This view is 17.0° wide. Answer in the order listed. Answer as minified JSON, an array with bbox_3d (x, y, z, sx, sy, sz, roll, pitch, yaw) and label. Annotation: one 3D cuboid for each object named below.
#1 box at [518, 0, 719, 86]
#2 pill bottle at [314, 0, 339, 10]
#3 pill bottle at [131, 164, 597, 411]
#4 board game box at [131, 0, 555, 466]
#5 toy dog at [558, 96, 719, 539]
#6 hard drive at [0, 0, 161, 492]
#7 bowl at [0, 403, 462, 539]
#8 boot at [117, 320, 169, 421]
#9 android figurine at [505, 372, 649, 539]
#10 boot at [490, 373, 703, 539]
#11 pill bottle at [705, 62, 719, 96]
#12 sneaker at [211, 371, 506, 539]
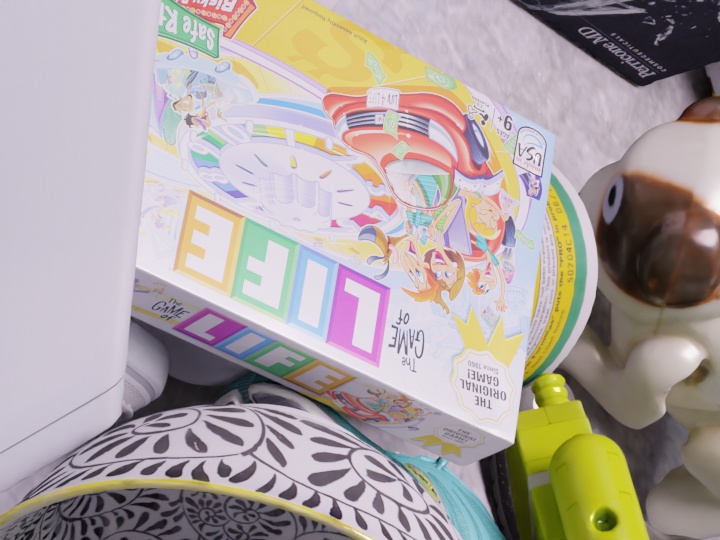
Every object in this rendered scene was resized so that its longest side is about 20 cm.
[{"bbox_3d":[0.167,-0.205,1.193,0.200,0.196,0.125,27,58,-44],"label":"box"},{"bbox_3d":[-0.093,-0.175,0.920,0.200,0.113,0.114,40,48,-36],"label":"pill bottle"},{"bbox_3d":[0.000,0.000,0.977,0.199,0.112,0.114,-2,79,-51],"label":"pill bottle"},{"bbox_3d":[-0.023,-0.029,0.864,0.199,0.034,0.135,26,58,-27],"label":"board game box"},{"bbox_3d":[0.174,0.018,1.136,0.200,0.193,0.140,53,54,-34],"label":"toy dog"},{"bbox_3d":[-0.117,-0.009,0.714,0.132,0.027,0.201,-30,141,-40],"label":"hard drive"},{"bbox_3d":[-0.036,0.109,0.818,0.201,0.200,0.094,50,34,-28],"label":"bowl"},{"bbox_3d":[-0.154,0.044,0.811,0.199,0.073,0.096,22,67,-37],"label":"boot"},{"bbox_3d":[0.095,0.137,0.979,0.183,0.041,0.201,80,-1,-50],"label":"android figurine"},{"bbox_3d":[0.142,0.131,1.095,0.068,0.130,0.201,-19,92,-53],"label":"boot"},{"bbox_3d":[0.270,-0.044,1.339,0.109,0.109,0.201,-21,94,-53],"label":"pill bottle"},{"bbox_3d":[0.007,0.102,0.923,0.200,0.077,0.080,46,29,-33],"label":"sneaker"}]
